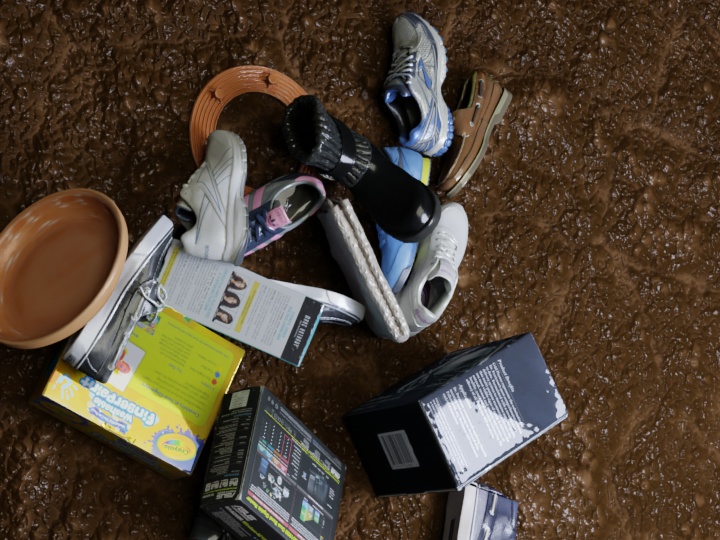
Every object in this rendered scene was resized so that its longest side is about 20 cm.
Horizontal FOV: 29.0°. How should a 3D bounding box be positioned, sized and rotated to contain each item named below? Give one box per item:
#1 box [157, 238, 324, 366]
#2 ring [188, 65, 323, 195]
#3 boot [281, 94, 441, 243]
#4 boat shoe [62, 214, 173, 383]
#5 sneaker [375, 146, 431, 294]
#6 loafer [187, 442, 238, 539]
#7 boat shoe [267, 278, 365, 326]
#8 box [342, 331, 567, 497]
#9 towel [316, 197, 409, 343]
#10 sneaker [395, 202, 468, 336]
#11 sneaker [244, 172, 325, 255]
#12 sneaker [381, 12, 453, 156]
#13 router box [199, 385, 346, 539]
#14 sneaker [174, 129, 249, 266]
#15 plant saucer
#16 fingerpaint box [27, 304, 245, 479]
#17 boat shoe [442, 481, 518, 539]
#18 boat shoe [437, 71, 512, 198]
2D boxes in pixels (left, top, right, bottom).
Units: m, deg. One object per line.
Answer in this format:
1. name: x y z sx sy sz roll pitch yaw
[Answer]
1. box: -0.148 0.039 1.672 0.198 0.049 0.083 24 86 0
2. ring: -0.127 -0.169 1.797 0.198 0.019 0.203 6 78 -30
3. boot: -0.003 -0.126 1.747 0.080 0.211 0.157 -51 140 4
4. boat shoe: -0.255 0.033 1.566 0.068 0.073 0.201 34 65 -12
5. sneaker: 0.040 -0.069 1.853 0.077 0.066 0.203 15 72 -16
6. loafer: -0.169 0.305 1.649 0.070 0.068 0.204 -1 84 -39
7. boat shoe: -0.090 0.053 1.743 0.198 0.072 0.069 13 77 -22
8. box: 0.118 0.185 1.764 0.195 0.199 0.125 -26 93 -31
9. towel: 0.000 0.000 1.770 0.034 0.132 0.202 -27 95 -8
10. sneaker: 0.110 -0.004 1.856 0.074 0.099 0.202 31 65 -19
11. sneaker: -0.130 -0.061 1.724 0.199 0.082 0.071 -37 108 -18
12. sneaker: 0.070 -0.256 1.882 0.084 0.077 0.203 -2 76 -43
13. router box: -0.099 0.254 1.641 0.200 0.061 0.151 49 38 -40
14. sneaker: -0.179 -0.096 1.674 0.086 0.075 0.202 4 48 -11
15. plant saucer: -0.340 0.001 1.554 0.038 0.198 0.202 51 55 -49
16. fingerpaint box: -0.260 0.124 1.628 0.199 0.073 0.168 31 66 -19
17. boat shoe: 0.152 0.376 1.818 0.092 0.075 0.202 20 70 -17
18. boat shoe: 0.142 -0.190 1.934 0.068 0.072 0.201 36 56 -14
